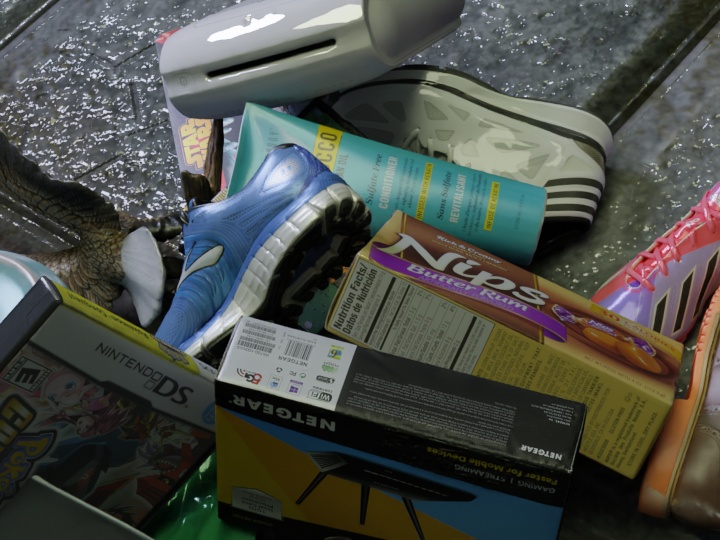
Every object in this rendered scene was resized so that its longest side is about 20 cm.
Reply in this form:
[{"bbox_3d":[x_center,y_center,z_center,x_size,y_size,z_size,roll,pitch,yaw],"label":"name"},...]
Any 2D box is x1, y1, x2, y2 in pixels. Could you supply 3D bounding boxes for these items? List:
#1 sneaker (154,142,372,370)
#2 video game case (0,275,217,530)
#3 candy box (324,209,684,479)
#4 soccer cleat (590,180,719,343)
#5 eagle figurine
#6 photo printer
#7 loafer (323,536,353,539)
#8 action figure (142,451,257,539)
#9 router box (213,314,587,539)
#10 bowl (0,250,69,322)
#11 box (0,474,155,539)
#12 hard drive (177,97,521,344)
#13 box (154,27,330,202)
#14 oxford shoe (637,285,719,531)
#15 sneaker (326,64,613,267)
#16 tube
[{"bbox_3d":[-0.077,0.005,1.155,0.200,0.078,0.089,-49,55,21],"label":"sneaker"},{"bbox_3d":[-0.180,0.113,1.080,0.200,0.181,0.026,-48,50,7],"label":"video game case"},{"bbox_3d":[0.088,0.040,1.127,0.200,0.057,0.117,27,19,5],"label":"candy box"},{"bbox_3d":[0.215,-0.015,1.208,0.200,0.077,0.067,-33,49,-14],"label":"soccer cleat"},{"bbox_3d":[-0.193,-0.022,1.303,0.199,0.151,0.152,2,64,4],"label":"eagle figurine"},{"bbox_3d":[-0.033,-0.159,1.283,0.166,0.070,0.200,-12,13,23],"label":"photo printer"},{"bbox_3d":[-0.045,0.213,1.032,0.072,0.063,0.200,-3,37,32],"label":"loafer"},{"bbox_3d":[-0.084,0.105,1.202,0.118,0.055,0.200,8,56,24],"label":"action figure"},{"bbox_3d":[0.019,0.110,1.074,0.199,0.149,0.051,14,53,8],"label":"router box"},{"bbox_3d":[-0.239,0.063,1.165,0.200,0.105,0.201,-2,44,2],"label":"bowl"},{"bbox_3d":[-0.184,0.245,1.042,0.107,0.149,0.200,21,58,30],"label":"box"},{"bbox_3d":[0.000,0.000,1.224,0.200,0.038,0.140,40,65,6],"label":"hard drive"},{"bbox_3d":[-0.073,-0.119,1.408,0.137,0.040,0.200,-17,47,1],"label":"box"},{"bbox_3d":[0.232,0.070,1.142,0.073,0.071,0.200,18,64,17],"label":"oxford shoe"},{"bbox_3d":[0.067,-0.068,1.281,0.200,0.076,0.116,11,53,5],"label":"sneaker"},{"bbox_3d":[0.017,-0.050,1.206,0.199,0.050,0.078,12,67,-2],"label":"tube"}]
